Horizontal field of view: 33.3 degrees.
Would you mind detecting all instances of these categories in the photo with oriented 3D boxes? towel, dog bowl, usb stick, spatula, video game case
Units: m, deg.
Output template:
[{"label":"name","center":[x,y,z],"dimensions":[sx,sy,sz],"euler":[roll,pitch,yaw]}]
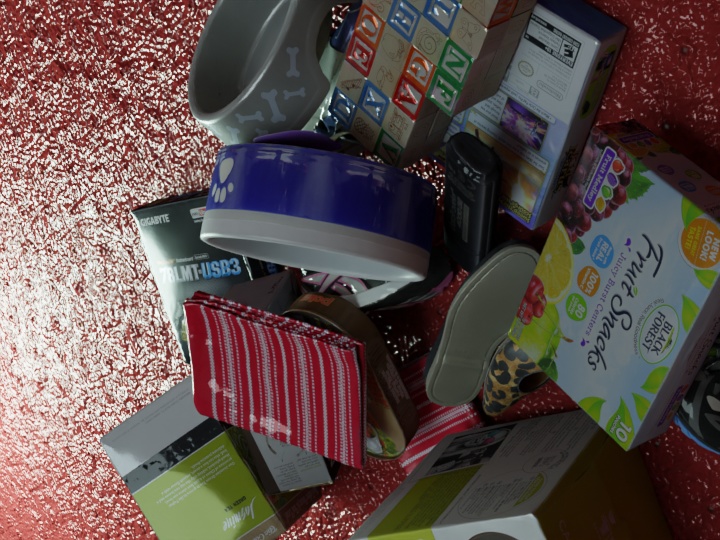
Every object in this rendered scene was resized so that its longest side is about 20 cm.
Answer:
[{"label":"towel","center":[-0.083,0.106,1.163],"dimensions":[0.198,0.022,0.146],"euler":[15,122,26]},{"label":"dog bowl","center":[-0.084,-0.201,1.069],"dimensions":[0.200,0.058,0.202],"euler":[-35,42,40]},{"label":"dog bowl","center":[-0.034,-0.047,1.040],"dimensions":[0.199,0.199,0.080],"euler":[5,83,46]},{"label":"usb stick","center":[0.093,-0.053,1.013],"dimensions":[0.056,0.033,0.200],"euler":[48,168,20]},{"label":"spatula","center":[-0.017,-0.112,1.045],"dimensions":[0.056,0.199,0.021],"euler":[-8,93,30]},{"label":"video game case","center":[0.103,-0.163,0.993],"dimensions":[0.200,0.045,0.183],"euler":[39,135,26]},{"label":"towel","center":[0.086,0.189,1.226],"dimensions":[0.144,0.022,0.201],"euler":[-33,86,50]}]

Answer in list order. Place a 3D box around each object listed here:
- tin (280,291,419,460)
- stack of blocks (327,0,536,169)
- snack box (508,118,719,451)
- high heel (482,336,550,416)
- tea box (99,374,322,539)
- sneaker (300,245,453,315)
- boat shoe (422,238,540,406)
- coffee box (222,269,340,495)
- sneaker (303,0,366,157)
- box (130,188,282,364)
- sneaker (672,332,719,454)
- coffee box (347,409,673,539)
[{"label":"tin","center":[-0.009,0.104,1.184],"dimensions":[0.111,0.042,0.201],"euler":[10,135,43]},{"label":"stack of blocks","center":[0.055,-0.176,0.955],"dimensions":[0.115,0.058,0.201],"euler":[44,139,20]},{"label":"snack box","center":[0.201,0.012,0.895],"dimensions":[0.142,0.053,0.202],"euler":[44,133,34]},{"label":"high heel","center":[0.187,0.102,1.033],"dimensions":[0.143,0.071,0.201],"euler":[51,131,22]},{"label":"tea box","center":[-0.163,0.226,1.367],"dimensions":[0.133,0.200,0.198],"euler":[-33,86,8]},{"label":"sneaker","center":[0.000,0.000,1.181],"dimensions":[0.199,0.080,0.087],"euler":[-19,79,42]},{"label":"boat shoe","center":[0.105,0.037,1.089],"dimensions":[0.063,0.072,0.201],"euler":[-92,19,-48]},{"label":"coffee box","center":[-0.084,0.117,1.265],"dimensions":[0.079,0.114,0.202],"euler":[-14,106,17]},{"label":"sneaker","center":[-0.041,-0.179,1.113],"dimensions":[0.115,0.080,0.200],"euler":[43,139,18]},{"label":"box","center":[-0.166,0.007,1.387],"dimensions":[0.199,0.049,0.200],"euler":[-5,109,48]},{"label":"sneaker","center":[0.268,0.052,0.919],"dimensions":[0.082,0.070,0.202],"euler":[-8,103,55]},{"label":"coffee box","center":[0.145,0.261,1.048],"dimensions":[0.196,0.200,0.202],"euler":[-17,100,36]}]
